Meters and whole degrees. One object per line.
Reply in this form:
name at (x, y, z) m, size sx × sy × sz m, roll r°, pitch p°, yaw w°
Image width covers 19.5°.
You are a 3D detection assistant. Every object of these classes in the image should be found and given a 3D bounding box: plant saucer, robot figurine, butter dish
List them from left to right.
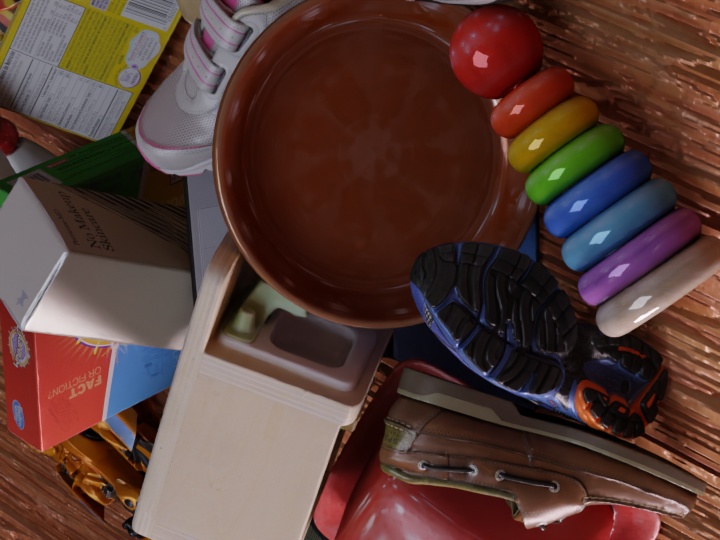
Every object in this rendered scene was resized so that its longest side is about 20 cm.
robot figurine at (-0.173, 0.158, 1.619) m, size 0.200 × 0.058 × 0.145 m, roll 42°, pitch 136°, yaw 19°
plant saucer at (0.010, -0.067, 1.230) m, size 0.201 × 0.199 × 0.032 m, roll 68°, pitch 167°, yaw -10°
butter dish at (0.055, 0.191, 1.331) m, size 0.199 × 0.148 × 0.200 m, roll 33°, pitch 133°, yaw 5°

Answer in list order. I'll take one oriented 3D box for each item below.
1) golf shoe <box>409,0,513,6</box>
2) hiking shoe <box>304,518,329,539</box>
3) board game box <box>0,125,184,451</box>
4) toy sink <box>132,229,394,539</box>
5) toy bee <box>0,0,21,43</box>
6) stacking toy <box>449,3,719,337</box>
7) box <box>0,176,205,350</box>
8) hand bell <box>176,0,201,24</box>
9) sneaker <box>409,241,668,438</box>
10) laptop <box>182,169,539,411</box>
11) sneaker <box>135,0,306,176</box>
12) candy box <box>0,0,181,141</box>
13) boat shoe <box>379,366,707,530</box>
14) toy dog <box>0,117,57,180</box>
golf shoe at (0.100, -0.182, 1.141) m, size 0.199 × 0.094 × 0.078 m, roll -19°, pitch 98°, yaw 46°
hiking shoe at (-0.054, 0.238, 1.518) m, size 0.076 × 0.101 × 0.200 m, roll 50°, pitch 137°, yaw 10°
board game box at (-0.182, 0.008, 1.472) m, size 0.040 × 0.153 × 0.201 m, roll 28°, pitch 130°, yaw 36°
toy sink at (-0.051, 0.070, 1.297) m, size 0.111 × 0.131 × 0.201 m, roll 20°, pitch 119°, yaw 3°
toy bee at (-0.286, -0.185, 1.498) m, size 0.131 × 0.109 × 0.200 m, roll 29°, pitch 162°, yaw -33°
stacking toy at (0.120, -0.065, 1.191) m, size 0.201 × 0.085 × 0.085 m, roll 56°, pitch 138°, yaw 3°
box at (-0.147, 0.000, 1.387) m, size 0.069 × 0.199 × 0.082 m, roll -55°, pitch 52°, yaw 22°
hand bell at (-0.085, -0.143, 1.361) m, size 0.104 × 0.104 × 0.201 m, roll 24°, pitch 138°, yaw 33°
sneaker at (0.092, 0.044, 1.227) m, size 0.078 × 0.076 × 0.200 m, roll 6°, pitch 157°, yaw 49°
laptop at (0.000, 0.000, 1.327) m, size 0.116 × 0.199 × 0.188 m, roll -124°, pitch 28°, yaw -59°
sneaker at (-0.070, -0.144, 1.259) m, size 0.200 × 0.088 × 0.081 m, roll -46°, pitch 51°, yaw 8°
candy box at (-0.183, -0.168, 1.430) m, size 0.102 × 0.027 × 0.200 m, roll 21°, pitch 137°, yaw -15°
boat shoe at (0.107, 0.120, 1.259) m, size 0.199 × 0.072 × 0.068 m, roll 19°, pitch 88°, yaw -6°
toy dog at (-0.252, -0.049, 1.499) m, size 0.200 × 0.097 × 0.132 m, roll 33°, pitch 163°, yaw -24°
